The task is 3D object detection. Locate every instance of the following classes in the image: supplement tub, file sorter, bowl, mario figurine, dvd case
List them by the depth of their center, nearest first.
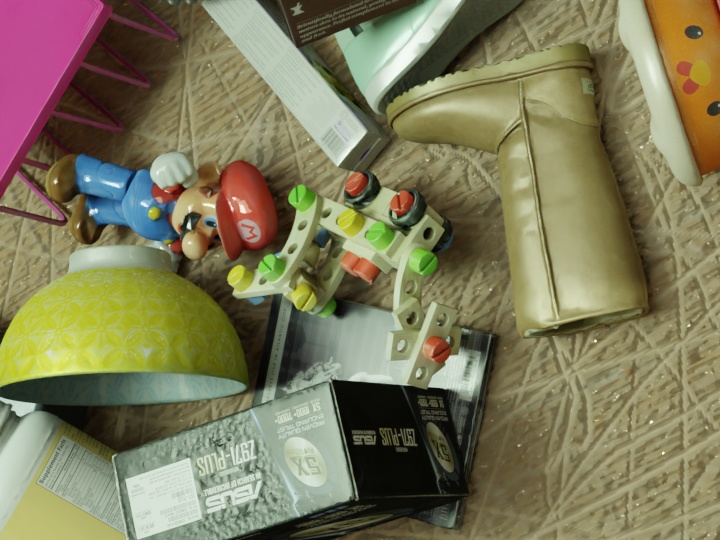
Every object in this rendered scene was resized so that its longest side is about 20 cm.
[{"bbox_3d":[0.003,0.102,1.482,0.199,0.016,0.150,12,92,32],"label":"dvd case"},{"bbox_3d":[-0.231,0.199,1.494,0.199,0.145,0.146,31,103,-8],"label":"supplement tub"},{"bbox_3d":[-0.186,0.041,1.501,0.199,0.200,0.108,-9,77,31],"label":"bowl"},{"bbox_3d":[-0.159,-0.041,1.539,0.199,0.123,0.107,6,88,28],"label":"mario figurine"},{"bbox_3d":[-0.266,-0.156,1.617,0.139,0.125,0.201,40,104,30],"label":"file sorter"}]

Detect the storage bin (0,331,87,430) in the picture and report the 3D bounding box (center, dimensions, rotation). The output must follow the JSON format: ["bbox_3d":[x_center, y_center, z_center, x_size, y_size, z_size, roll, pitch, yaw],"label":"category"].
[{"bbox_3d":[-0.313,0.139,1.613,0.134,0.145,0.201,10,90,22],"label":"storage bin"}]

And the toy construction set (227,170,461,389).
[{"bbox_3d":[0.000,0.000,1.435,0.200,0.092,0.131,30,81,39],"label":"toy construction set"}]

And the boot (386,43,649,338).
[{"bbox_3d":[0.109,-0.049,1.407,0.174,0.066,0.201,-15,77,30],"label":"boot"}]

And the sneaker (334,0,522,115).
[{"bbox_3d":[0.052,-0.226,1.458,0.200,0.074,0.119,-43,64,20],"label":"sneaker"}]

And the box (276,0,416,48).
[{"bbox_3d":[-0.038,-0.273,1.437,0.100,0.075,0.201,-20,57,0],"label":"box"}]

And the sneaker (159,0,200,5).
[{"bbox_3d":[-0.075,-0.269,1.516,0.199,0.075,0.083,-8,75,6],"label":"sneaker"}]

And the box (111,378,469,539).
[{"bbox_3d":[-0.050,0.150,1.406,0.199,0.163,0.087,-20,75,27],"label":"box"}]

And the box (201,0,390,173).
[{"bbox_3d":[-0.052,-0.158,1.535,0.041,0.039,0.200,-48,63,16],"label":"box"}]

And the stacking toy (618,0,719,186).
[{"bbox_3d":[0.281,-0.153,1.293,0.199,0.146,0.147,-19,74,12],"label":"stacking toy"}]
